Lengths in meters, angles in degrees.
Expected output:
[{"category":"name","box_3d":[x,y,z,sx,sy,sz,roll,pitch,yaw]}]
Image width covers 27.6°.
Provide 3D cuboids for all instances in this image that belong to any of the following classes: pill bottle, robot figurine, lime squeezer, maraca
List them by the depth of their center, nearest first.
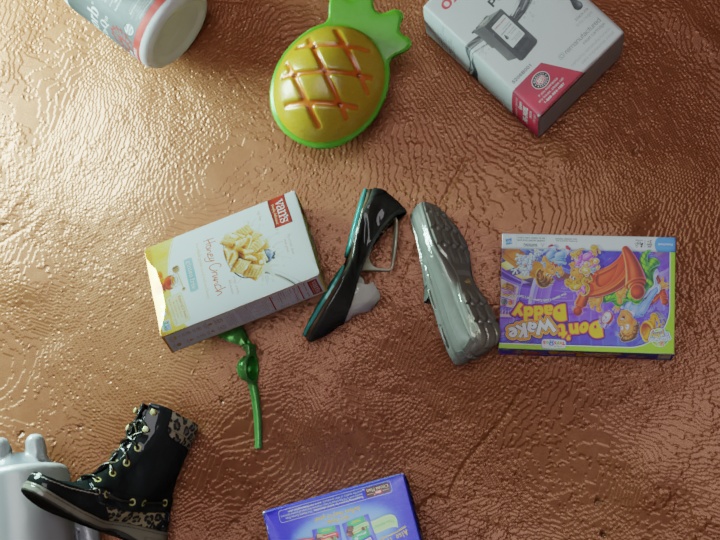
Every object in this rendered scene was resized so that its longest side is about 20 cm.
[{"category":"robot figurine","box_3d":[-0.384,0.291,1.675,0.168,0.113,0.202,-5,76,-7]},{"category":"lime squeezer","box_3d":[-0.152,0.109,1.723,0.070,0.038,0.201,-36,77,-1]},{"category":"maraca","box_3d":[-0.025,-0.239,1.744,0.136,0.107,0.201,33,84,6]},{"category":"pill bottle","box_3d":[-0.295,-0.349,1.800,0.199,0.116,0.116,38,85,14]}]

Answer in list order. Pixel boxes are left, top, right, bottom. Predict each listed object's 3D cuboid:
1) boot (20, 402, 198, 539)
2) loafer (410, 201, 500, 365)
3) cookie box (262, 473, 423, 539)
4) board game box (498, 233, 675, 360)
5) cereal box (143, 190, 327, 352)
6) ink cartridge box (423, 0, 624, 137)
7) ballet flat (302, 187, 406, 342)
[{"category":"boot","box_3d":[-0.277,0.216,1.650,0.073,0.203,0.155,6,71,45]},{"category":"loafer","box_3d":[0.096,0.014,1.694,0.070,0.070,0.201,-39,57,34]},{"category":"cookie box","box_3d":[-0.004,0.348,1.632,0.169,0.075,0.202,-15,76,4]},{"category":"board game box","box_3d":[0.260,0.030,1.680,0.198,0.045,0.136,1,78,8]},{"category":"cereal box","box_3d":[-0.148,-0.001,1.716,0.198,0.040,0.145,-22,48,3]},{"category":"ink cartridge box","box_3d":[0.191,-0.284,1.737,0.145,0.083,0.200,-44,76,-3]},{"category":"ballet flat","box_3d":[0.000,0.000,1.713,0.068,0.068,0.202,23,82,-1]}]
